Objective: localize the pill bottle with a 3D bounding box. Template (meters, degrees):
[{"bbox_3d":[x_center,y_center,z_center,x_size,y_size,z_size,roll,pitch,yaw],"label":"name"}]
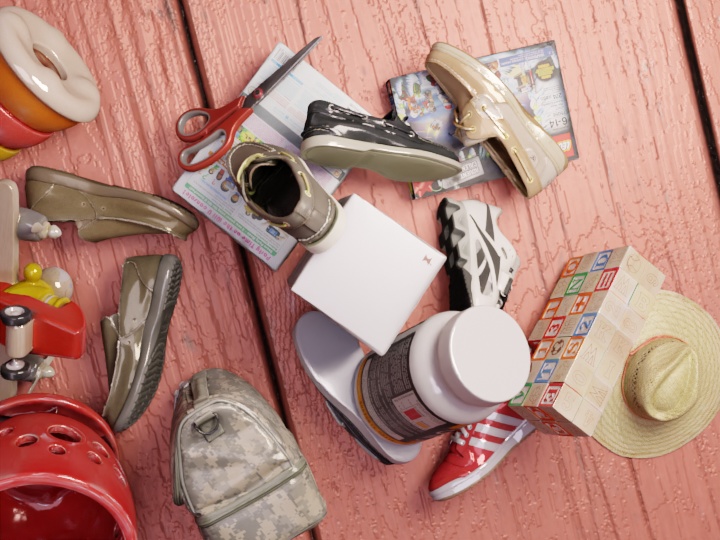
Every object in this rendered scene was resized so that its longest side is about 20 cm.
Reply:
[{"bbox_3d":[0.082,0.108,1.114,0.114,0.200,0.119,9,70,-24],"label":"pill bottle"}]

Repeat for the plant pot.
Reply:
[{"bbox_3d":[-0.330,0.238,1.110,0.196,0.183,0.204,-6,119,-10],"label":"plant pot"}]

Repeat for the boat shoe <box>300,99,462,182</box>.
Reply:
[{"bbox_3d":[0.024,-0.140,1.150,0.196,0.074,0.067,5,72,-27],"label":"boat shoe"}]

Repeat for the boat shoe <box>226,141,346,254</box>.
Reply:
[{"bbox_3d":[-0.086,-0.087,1.077,0.072,0.201,0.060,-52,132,3],"label":"boat shoe"}]

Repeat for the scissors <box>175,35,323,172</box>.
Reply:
[{"bbox_3d":[-0.114,-0.173,1.147,0.198,0.014,0.074,-27,62,11],"label":"scissors"}]

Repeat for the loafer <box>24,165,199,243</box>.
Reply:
[{"bbox_3d":[-0.273,-0.060,1.183,0.196,0.076,0.069,15,92,5],"label":"loafer"}]

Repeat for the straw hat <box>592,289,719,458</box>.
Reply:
[{"bbox_3d":[0.347,0.126,1.237,0.197,0.085,0.205,0,92,-5],"label":"straw hat"}]

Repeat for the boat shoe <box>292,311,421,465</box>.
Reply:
[{"bbox_3d":[-0.013,0.136,1.213,0.201,0.068,0.072,49,58,-6],"label":"boat shoe"}]

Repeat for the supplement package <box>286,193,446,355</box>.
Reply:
[{"bbox_3d":[0.000,0.000,1.143,0.117,0.200,0.118,35,88,-5],"label":"supplement package"}]

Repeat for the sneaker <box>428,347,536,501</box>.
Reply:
[{"bbox_3d":[0.132,0.161,1.225,0.199,0.071,0.113,-40,99,-10],"label":"sneaker"}]

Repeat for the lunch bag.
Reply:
[{"bbox_3d":[-0.135,0.196,1.142,0.138,0.200,0.170,-25,98,-6],"label":"lunch bag"}]

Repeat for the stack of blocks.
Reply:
[{"bbox_3d":[0.239,0.078,1.180,0.058,0.115,0.202,36,71,-16],"label":"stack of blocks"}]

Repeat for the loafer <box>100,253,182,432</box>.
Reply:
[{"bbox_3d":[-0.252,0.076,1.194,0.068,0.075,0.204,14,86,6],"label":"loafer"}]

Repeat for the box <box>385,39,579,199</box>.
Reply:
[{"bbox_3d":[0.138,-0.170,1.230,0.196,0.040,0.140,-14,94,-5],"label":"box"}]

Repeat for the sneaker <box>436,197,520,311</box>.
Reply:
[{"bbox_3d":[0.142,0.013,1.201,0.087,0.074,0.204,0,71,-15],"label":"sneaker"}]

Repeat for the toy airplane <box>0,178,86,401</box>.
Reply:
[{"bbox_3d":[-0.374,0.030,1.153,0.199,0.140,0.201,-32,85,39],"label":"toy airplane"}]

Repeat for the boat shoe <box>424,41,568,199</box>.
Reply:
[{"bbox_3d":[0.137,-0.160,1.173,0.200,0.074,0.069,43,82,-6],"label":"boat shoe"}]

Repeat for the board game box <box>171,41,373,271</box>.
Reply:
[{"bbox_3d":[-0.091,-0.123,1.199,0.147,0.064,0.201,37,87,-4],"label":"board game box"}]

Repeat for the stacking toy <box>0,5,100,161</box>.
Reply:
[{"bbox_3d":[-0.391,-0.168,1.156,0.199,0.146,0.147,-37,95,15],"label":"stacking toy"}]
